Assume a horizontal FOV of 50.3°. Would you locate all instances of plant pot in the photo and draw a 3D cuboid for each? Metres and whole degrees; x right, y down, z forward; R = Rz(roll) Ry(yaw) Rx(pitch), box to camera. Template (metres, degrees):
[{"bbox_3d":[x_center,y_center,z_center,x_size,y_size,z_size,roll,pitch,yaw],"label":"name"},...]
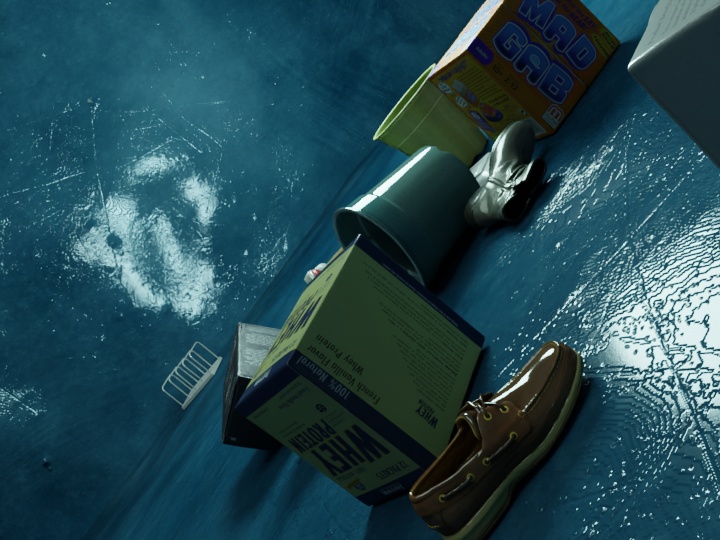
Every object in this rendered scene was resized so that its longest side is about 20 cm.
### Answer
[{"bbox_3d":[0.159,-0.292,1.618,0.200,0.189,0.200,-48,10,11],"label":"plant pot"},{"bbox_3d":[0.089,-0.087,1.265,0.196,0.200,0.200,-46,8,-20],"label":"plant pot"}]

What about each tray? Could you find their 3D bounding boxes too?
[{"bbox_3d":[0.195,-0.156,1.469,0.200,0.022,0.108,-41,13,44],"label":"tray"}]

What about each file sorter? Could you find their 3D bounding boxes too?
[{"bbox_3d":[-0.649,0.398,2.940,0.200,0.124,0.139,-48,10,17],"label":"file sorter"}]

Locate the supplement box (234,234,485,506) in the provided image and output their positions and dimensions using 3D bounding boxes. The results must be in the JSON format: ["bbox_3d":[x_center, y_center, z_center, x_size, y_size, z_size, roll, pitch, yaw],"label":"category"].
[{"bbox_3d":[0.005,0.114,0.865,0.134,0.199,0.201,-41,15,47],"label":"supplement box"}]

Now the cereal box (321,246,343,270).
[{"bbox_3d":[0.031,-0.043,1.470,0.199,0.040,0.144,-22,-17,-42],"label":"cereal box"}]

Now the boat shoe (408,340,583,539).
[{"bbox_3d":[0.117,0.139,0.658,0.201,0.067,0.072,-53,10,-8],"label":"boat shoe"}]

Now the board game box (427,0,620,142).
[{"bbox_3d":[0.274,-0.361,1.324,0.201,0.199,0.200,-52,11,-7],"label":"board game box"}]

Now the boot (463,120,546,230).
[{"bbox_3d":[0.242,-0.149,1.156,0.202,0.067,0.130,-62,18,-16],"label":"boot"}]

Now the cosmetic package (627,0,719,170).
[{"bbox_3d":[0.338,-0.187,0.549,0.168,0.166,0.200,-57,12,-31],"label":"cosmetic package"}]

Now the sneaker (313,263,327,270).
[{"bbox_3d":[-0.035,0.069,1.564,0.075,0.114,0.201,-53,-24,-18],"label":"sneaker"}]

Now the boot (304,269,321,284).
[{"bbox_3d":[0.000,0.000,1.364,0.145,0.199,0.073,-50,54,15],"label":"boot"}]

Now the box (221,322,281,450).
[{"bbox_3d":[-0.195,0.213,1.431,0.201,0.103,0.150,-108,32,-63],"label":"box"}]
